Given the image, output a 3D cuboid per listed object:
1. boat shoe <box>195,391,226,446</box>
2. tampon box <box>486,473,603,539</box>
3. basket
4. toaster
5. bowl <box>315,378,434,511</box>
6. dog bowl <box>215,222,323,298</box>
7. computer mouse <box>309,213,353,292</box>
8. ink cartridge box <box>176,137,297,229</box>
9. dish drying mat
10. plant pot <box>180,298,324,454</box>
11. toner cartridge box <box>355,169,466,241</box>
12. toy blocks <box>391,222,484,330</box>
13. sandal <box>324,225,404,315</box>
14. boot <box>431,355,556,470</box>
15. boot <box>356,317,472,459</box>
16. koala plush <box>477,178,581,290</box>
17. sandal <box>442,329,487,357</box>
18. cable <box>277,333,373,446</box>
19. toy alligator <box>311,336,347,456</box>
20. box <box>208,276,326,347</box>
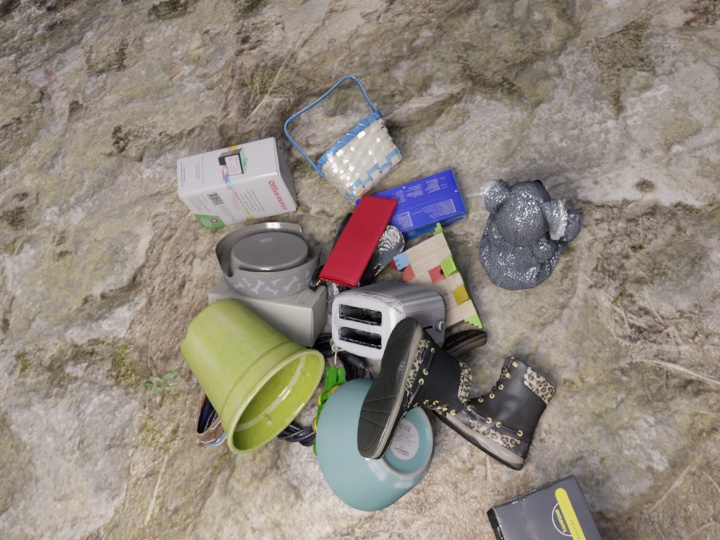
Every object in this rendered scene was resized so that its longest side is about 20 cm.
[{"bbox_3d":[-0.237,0.205,1.132,0.070,0.073,0.206,9,71,13],"label":"boat shoe"},{"bbox_3d":[0.265,0.391,0.903,0.123,0.201,0.153,-21,67,1],"label":"tampon box"},{"bbox_3d":[-0.029,-0.245,1.224,0.175,0.139,0.202,-36,94,-6],"label":"basket"},{"bbox_3d":[0.038,0.082,1.061,0.196,0.127,0.118,9,100,42],"label":"toaster"},{"bbox_3d":[0.038,0.261,0.989,0.196,0.104,0.207,13,65,-30],"label":"bowl"},{"bbox_3d":[-0.163,-0.019,1.162,0.193,0.060,0.202,1,28,0],"label":"dog bowl"},{"bbox_3d":[-0.042,-0.032,1.171,0.033,0.059,0.202,24,52,5],"label":"computer mouse"},{"bbox_3d":[-0.234,-0.165,1.236,0.194,0.145,0.086,-11,67,5],"label":"ink cartridge box"},{"bbox_3d":[-0.001,-0.056,1.145,0.075,0.018,0.203,9,53,26],"label":"dish drying mat"},{"bbox_3d":[-0.188,0.152,1.033,0.183,0.201,0.201,40,79,23],"label":"plant pot"},{"bbox_3d":[0.095,-0.113,1.214,0.194,0.043,0.097,-17,68,3],"label":"toner cartridge box"},{"bbox_3d":[0.118,0.035,1.134,0.134,0.100,0.205,-25,75,13],"label":"toy blocks"},{"bbox_3d":[0.000,-0.001,1.161,0.075,0.048,0.201,41,95,3],"label":"sandal"},{"bbox_3d":[0.212,0.209,1.052,0.197,0.073,0.152,33,78,16],"label":"boot"},{"bbox_3d":[0.086,0.194,0.935,0.073,0.152,0.208,-6,56,52],"label":"boot"},{"bbox_3d":[0.277,-0.077,1.083,0.174,0.201,0.187,25,75,17],"label":"koala plush"},{"bbox_3d":[0.129,0.156,1.098,0.195,0.082,0.056,-20,101,-9],"label":"sandal"},{"bbox_3d":[-0.084,0.206,1.118,0.163,0.051,0.200,41,81,21],"label":"cable"},{"bbox_3d":[-0.037,0.207,1.059,0.053,0.059,0.205,22,61,-24],"label":"toy alligator"},{"bbox_3d":[-0.164,0.068,1.150,0.194,0.080,0.095,8,26,14],"label":"box"}]
